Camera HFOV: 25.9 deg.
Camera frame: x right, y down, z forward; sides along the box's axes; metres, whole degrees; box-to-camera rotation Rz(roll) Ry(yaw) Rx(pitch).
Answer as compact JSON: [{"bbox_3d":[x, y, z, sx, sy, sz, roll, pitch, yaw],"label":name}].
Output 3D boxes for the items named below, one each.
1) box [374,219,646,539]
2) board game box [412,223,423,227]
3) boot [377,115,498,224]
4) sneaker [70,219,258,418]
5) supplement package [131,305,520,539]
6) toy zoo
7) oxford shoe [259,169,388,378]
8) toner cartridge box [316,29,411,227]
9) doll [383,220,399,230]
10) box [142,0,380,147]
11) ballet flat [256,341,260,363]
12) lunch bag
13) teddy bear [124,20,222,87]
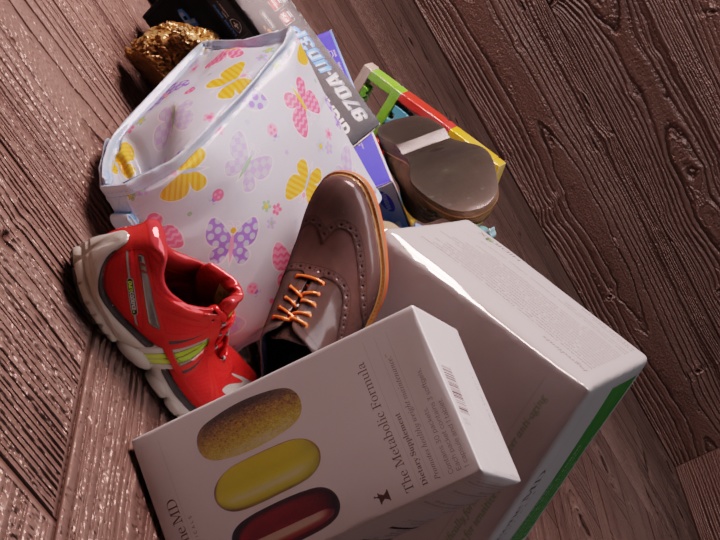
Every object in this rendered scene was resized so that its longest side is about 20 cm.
[{"bbox_3d":[0.074,0.096,1.214,0.200,0.199,0.171,38,19,19],"label":"box"},{"bbox_3d":[0.035,0.061,1.467,0.037,0.151,0.200,21,23,-8],"label":"board game box"},{"bbox_3d":[0.073,-0.071,1.376,0.200,0.074,0.076,-128,-155,-62],"label":"boot"},{"bbox_3d":[-0.110,0.039,1.044,0.200,0.085,0.077,51,19,-46],"label":"sneaker"},{"bbox_3d":[-0.020,0.120,0.981,0.114,0.200,0.110,67,12,17],"label":"supplement package"},{"bbox_3d":[0.053,-0.093,1.541,0.200,0.131,0.020,37,26,12],"label":"toy zoo"},{"bbox_3d":[-0.029,0.027,1.099,0.073,0.071,0.200,10,88,-67],"label":"oxford shoe"},{"bbox_3d":[-0.008,-0.118,1.440,0.095,0.043,0.200,65,4,-54],"label":"toner cartridge box"},{"bbox_3d":[0.000,0.000,1.383,0.137,0.048,0.200,61,-16,8],"label":"doll"},{"bbox_3d":[-0.087,-0.172,1.333,0.200,0.046,0.159,53,-26,-8],"label":"box"},{"bbox_3d":[-0.059,0.051,1.311,0.065,0.071,0.200,39,11,-1],"label":"ballet flat"},{"bbox_3d":[-0.101,-0.056,1.163,0.170,0.127,0.200,60,46,-30],"label":"lunch bag"},{"bbox_3d":[-0.106,-0.130,1.308,0.200,0.067,0.145,47,-15,-7],"label":"teddy bear"}]
